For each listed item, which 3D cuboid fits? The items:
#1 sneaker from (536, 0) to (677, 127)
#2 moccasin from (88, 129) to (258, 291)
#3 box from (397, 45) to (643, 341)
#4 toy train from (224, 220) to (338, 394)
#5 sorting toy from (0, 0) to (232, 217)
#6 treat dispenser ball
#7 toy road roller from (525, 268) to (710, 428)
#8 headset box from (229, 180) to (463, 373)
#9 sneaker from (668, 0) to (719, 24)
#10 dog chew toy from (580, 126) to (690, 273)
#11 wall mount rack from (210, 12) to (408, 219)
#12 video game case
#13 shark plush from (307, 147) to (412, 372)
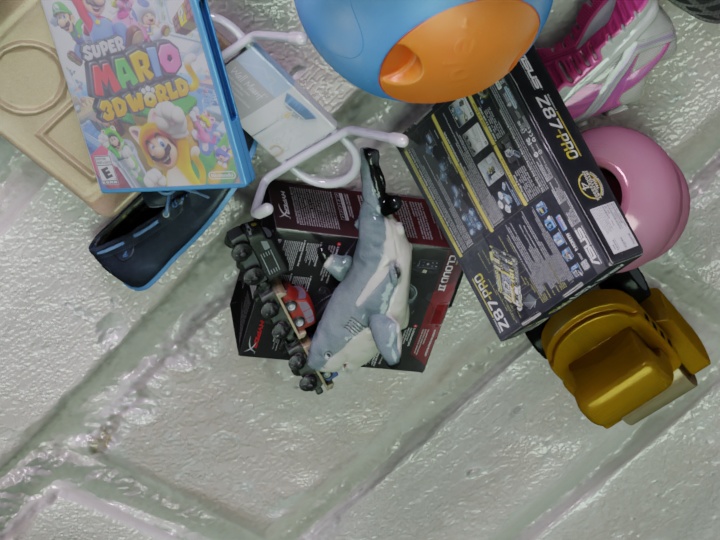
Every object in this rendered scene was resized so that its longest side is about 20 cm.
[{"bbox_3d":[0.190,-0.156,1.525,0.088,0.082,0.200,30,122,-35],"label":"sneaker"},{"bbox_3d":[-0.161,-0.060,1.529,0.068,0.081,0.200,31,115,-21],"label":"moccasin"},{"bbox_3d":[0.127,-0.062,1.489,0.049,0.201,0.161,-19,166,-40],"label":"box"},{"bbox_3d":[-0.063,0.033,1.563,0.046,0.034,0.200,-28,129,-4],"label":"toy train"},{"bbox_3d":[-0.214,-0.163,1.448,0.185,0.037,0.200,-41,118,14],"label":"sorting toy"},{"bbox_3d":[0.047,-0.226,1.355,0.200,0.201,0.202,-6,131,-7],"label":"treat dispenser ball"},{"bbox_3d":[0.248,0.092,1.704,0.123,0.146,0.200,-34,128,17],"label":"toy road roller"},{"bbox_3d":[-0.003,0.008,1.624,0.199,0.077,0.149,5,128,-17],"label":"headset box"},{"bbox_3d":[0.258,-0.255,1.451,0.074,0.088,0.200,-35,128,17],"label":"sneaker"},{"bbox_3d":[0.231,-0.058,1.570,0.124,0.125,0.200,-38,164,19],"label":"dog chew toy"},{"bbox_3d":[-0.059,-0.124,1.409,0.173,0.075,0.200,-28,123,35],"label":"wall mount rack"},{"bbox_3d":[-0.167,-0.155,1.375,0.143,0.018,0.201,0,116,31],"label":"video game case"},{"bbox_3d":[0.000,0.000,1.522,0.083,0.091,0.201,6,125,5],"label":"shark plush"}]
